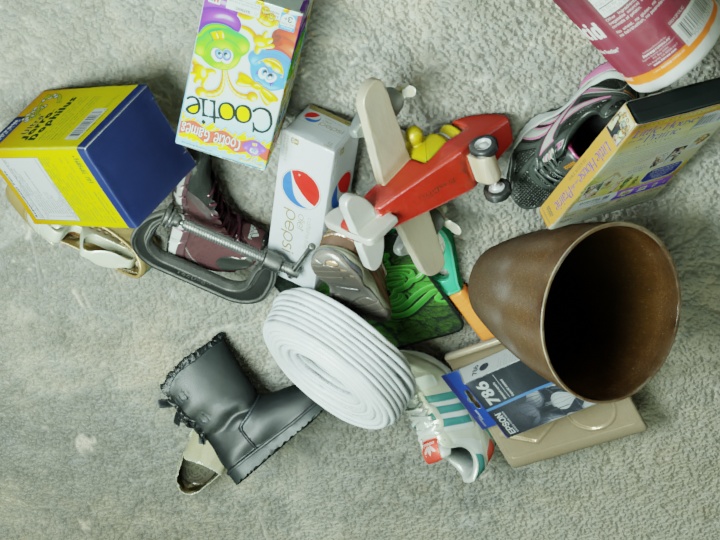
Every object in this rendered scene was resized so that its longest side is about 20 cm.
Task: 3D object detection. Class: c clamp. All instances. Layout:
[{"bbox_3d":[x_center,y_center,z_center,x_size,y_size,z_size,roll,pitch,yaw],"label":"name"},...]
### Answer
[{"bbox_3d":[-0.160,-0.024,1.704,0.198,0.027,0.171,20,147,-5],"label":"c clamp"}]

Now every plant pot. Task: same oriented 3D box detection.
[{"bbox_3d":[0.210,0.030,1.630,0.187,0.187,0.199,51,162,-26],"label":"plant pot"}]

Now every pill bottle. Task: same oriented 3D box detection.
[{"bbox_3d":[0.240,-0.275,1.425,0.114,0.115,0.200,-32,115,33],"label":"pill bottle"}]

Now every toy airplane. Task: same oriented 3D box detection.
[{"bbox_3d":[0.046,-0.097,1.603,0.197,0.141,0.201,11,116,-33],"label":"toy airplane"}]

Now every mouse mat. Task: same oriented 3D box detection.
[{"bbox_3d":[0.007,0.037,1.799,0.199,0.008,0.161,-19,122,33],"label":"mouse mat"}]

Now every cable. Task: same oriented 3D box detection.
[{"bbox_3d":[-0.028,0.102,1.759,0.200,0.069,0.199,48,159,-28],"label":"cable"}]

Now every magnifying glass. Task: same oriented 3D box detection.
[{"bbox_3d":[0.099,0.008,1.755,0.079,0.023,0.200,-24,121,30],"label":"magnifying glass"}]

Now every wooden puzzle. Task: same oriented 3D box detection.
[{"bbox_3d":[0.223,0.138,1.811,0.184,0.046,0.201,-20,120,27],"label":"wooden puzzle"}]

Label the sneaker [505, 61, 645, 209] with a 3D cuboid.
[{"bbox_3d":[0.215,-0.129,1.570,0.080,0.087,0.200,30,130,-9],"label":"sneaker"}]

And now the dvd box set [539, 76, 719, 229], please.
[{"bbox_3d":[0.279,-0.116,1.511,0.145,0.030,0.200,-17,159,-27],"label":"dvd box set"}]

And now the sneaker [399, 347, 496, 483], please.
[{"bbox_3d":[0.091,0.179,1.841,0.200,0.094,0.070,43,142,-23],"label":"sneaker"}]

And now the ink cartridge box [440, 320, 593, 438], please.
[{"bbox_3d":[0.196,0.133,1.761,0.199,0.039,0.100,-26,117,30],"label":"ink cartridge box"}]

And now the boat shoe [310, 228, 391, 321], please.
[{"bbox_3d":[0.000,0.000,1.702,0.075,0.073,0.200,11,159,14],"label":"boat shoe"}]

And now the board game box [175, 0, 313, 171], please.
[{"bbox_3d":[-0.116,-0.223,1.564,0.102,0.105,0.201,17,131,-1],"label":"board game box"}]

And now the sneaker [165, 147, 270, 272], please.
[{"bbox_3d":[-0.154,-0.070,1.725,0.114,0.076,0.201,16,141,1],"label":"sneaker"}]

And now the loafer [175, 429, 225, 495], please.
[{"bbox_3d":[-0.189,0.227,1.976,0.075,0.069,0.201,23,130,-6],"label":"loafer"}]

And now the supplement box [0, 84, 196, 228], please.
[{"bbox_3d":[-0.295,-0.124,1.641,0.199,0.110,0.109,4,135,44],"label":"supplement box"}]

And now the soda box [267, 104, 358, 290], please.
[{"bbox_3d":[-0.054,-0.079,1.684,0.068,0.064,0.201,25,133,17],"label":"soda box"}]

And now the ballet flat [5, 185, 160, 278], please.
[{"bbox_3d":[-0.333,-0.050,1.789,0.198,0.063,0.069,22,130,-4],"label":"ballet flat"}]

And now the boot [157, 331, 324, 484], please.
[{"bbox_3d":[-0.139,0.149,1.884,0.198,0.073,0.163,-39,86,-6],"label":"boot"}]
